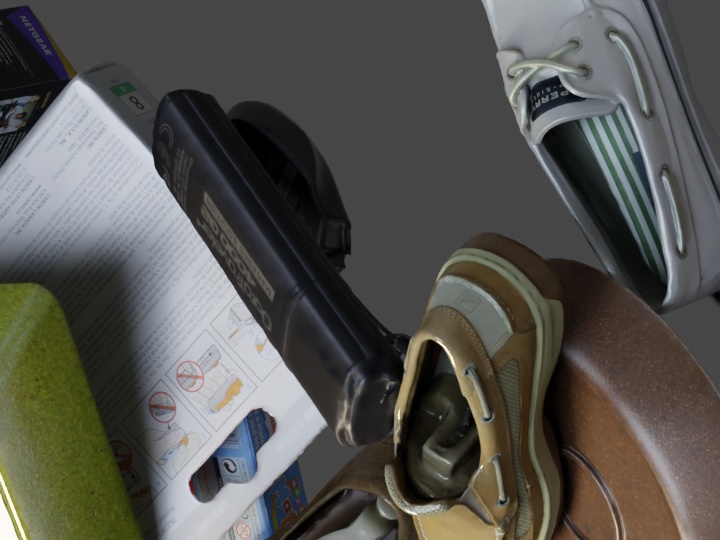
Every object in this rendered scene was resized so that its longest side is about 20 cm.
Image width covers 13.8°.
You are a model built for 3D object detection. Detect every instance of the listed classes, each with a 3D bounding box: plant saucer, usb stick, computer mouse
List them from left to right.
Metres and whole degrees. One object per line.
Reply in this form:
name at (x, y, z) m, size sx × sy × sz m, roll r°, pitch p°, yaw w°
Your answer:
plant saucer at (-0.212, 0.103, 1.397) m, size 0.199 × 0.048 × 0.200 m, roll -2°, pitch 124°, yaw 21°
usb stick at (-0.038, -0.004, 1.293) m, size 0.200 × 0.033 × 0.056 m, roll 54°, pitch 149°, yaw 38°
computer mouse at (0.000, 0.000, 1.332) m, size 0.200 × 0.034 × 0.059 m, roll 53°, pitch 141°, yaw 20°
plant saucer at (0.106, 0.092, 1.260) m, size 0.200 × 0.034 × 0.201 m, roll 45°, pitch 151°, yaw 34°

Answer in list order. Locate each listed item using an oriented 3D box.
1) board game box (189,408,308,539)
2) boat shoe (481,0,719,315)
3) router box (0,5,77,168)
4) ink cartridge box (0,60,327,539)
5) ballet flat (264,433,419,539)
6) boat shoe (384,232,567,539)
board game box at (-0.114, 0.114, 1.493) m, size 0.200 × 0.037 × 0.152 m, roll 1°, pitch 112°, yaw 36°
boat shoe at (0.095, -0.075, 1.218) m, size 0.074 × 0.067 × 0.200 m, roll -34°, pitch 88°, yaw 42°
router box at (-0.243, -0.032, 1.438) m, size 0.052 × 0.157 × 0.200 m, roll 53°, pitch 133°, yaw 23°
ink cartridge box at (-0.103, 0.026, 1.418) m, size 0.200 × 0.050 × 0.161 m, roll 46°, pitch 118°, yaw 6°
ballet flat at (-0.032, 0.157, 1.391) m, size 0.068 × 0.072 × 0.200 m, roll 46°, pitch 114°, yaw 5°
boat shoe at (0.037, 0.075, 1.229) m, size 0.072 × 0.076 × 0.200 m, roll 24°, pitch 140°, yaw 26°
